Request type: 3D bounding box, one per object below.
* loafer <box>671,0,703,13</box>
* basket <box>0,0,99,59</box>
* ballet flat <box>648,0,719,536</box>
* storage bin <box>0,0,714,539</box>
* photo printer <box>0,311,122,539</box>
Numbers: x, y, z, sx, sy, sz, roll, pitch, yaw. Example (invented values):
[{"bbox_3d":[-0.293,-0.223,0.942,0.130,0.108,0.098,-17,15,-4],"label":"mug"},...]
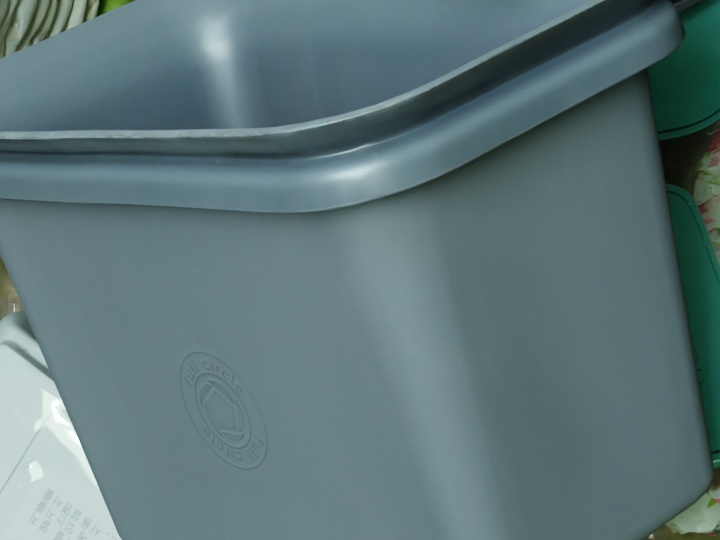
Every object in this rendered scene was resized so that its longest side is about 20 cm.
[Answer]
[{"bbox_3d":[0.106,-0.131,0.702,0.200,0.063,0.072,-31,62,-1],"label":"loafer"},{"bbox_3d":[-0.145,-0.116,0.757,0.135,0.123,0.201,20,95,14],"label":"basket"},{"bbox_3d":[0.083,-0.017,0.723,0.075,0.064,0.201,-5,63,11],"label":"ballet flat"},{"bbox_3d":[0.000,0.000,0.659,0.200,0.145,0.135,5,117,50],"label":"storage bin"},{"bbox_3d":[-0.088,0.139,0.773,0.166,0.069,0.200,34,99,10],"label":"photo printer"}]
